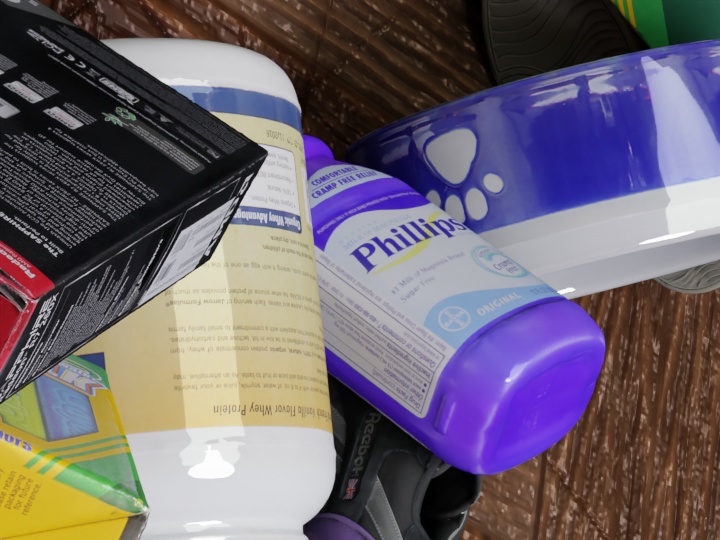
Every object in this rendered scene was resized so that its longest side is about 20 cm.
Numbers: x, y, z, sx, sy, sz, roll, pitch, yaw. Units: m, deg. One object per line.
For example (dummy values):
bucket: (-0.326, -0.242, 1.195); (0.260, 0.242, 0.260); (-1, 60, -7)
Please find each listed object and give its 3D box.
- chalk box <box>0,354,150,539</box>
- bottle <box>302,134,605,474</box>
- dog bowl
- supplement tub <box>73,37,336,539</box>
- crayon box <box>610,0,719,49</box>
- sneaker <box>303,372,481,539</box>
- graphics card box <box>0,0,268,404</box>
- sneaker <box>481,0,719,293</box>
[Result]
chalk box: (-0.154, 0.073, 0.887); (0.124, 0.200, 0.125); (25, 96, -15)
bottle: (0.000, 0.000, 1.113); (0.083, 0.200, 0.065); (-20, 137, -44)
dog bowl: (0.095, -0.035, 1.216); (0.200, 0.200, 0.079); (-8, 82, -50)
supplement tub: (-0.085, 0.028, 1.033); (0.144, 0.144, 0.201); (6, 74, -48)
crayon box: (0.158, -0.163, 1.366); (0.173, 0.058, 0.200); (49, 22, -19)
sneaker: (0.007, 0.076, 1.133); (0.076, 0.087, 0.200); (59, 19, -48)
graphics card box: (-0.119, -0.031, 0.870); (0.125, 0.051, 0.200); (32, 22, 7)
sneaker: (0.129, -0.093, 1.385); (0.200, 0.075, 0.106); (58, 31, -19)
